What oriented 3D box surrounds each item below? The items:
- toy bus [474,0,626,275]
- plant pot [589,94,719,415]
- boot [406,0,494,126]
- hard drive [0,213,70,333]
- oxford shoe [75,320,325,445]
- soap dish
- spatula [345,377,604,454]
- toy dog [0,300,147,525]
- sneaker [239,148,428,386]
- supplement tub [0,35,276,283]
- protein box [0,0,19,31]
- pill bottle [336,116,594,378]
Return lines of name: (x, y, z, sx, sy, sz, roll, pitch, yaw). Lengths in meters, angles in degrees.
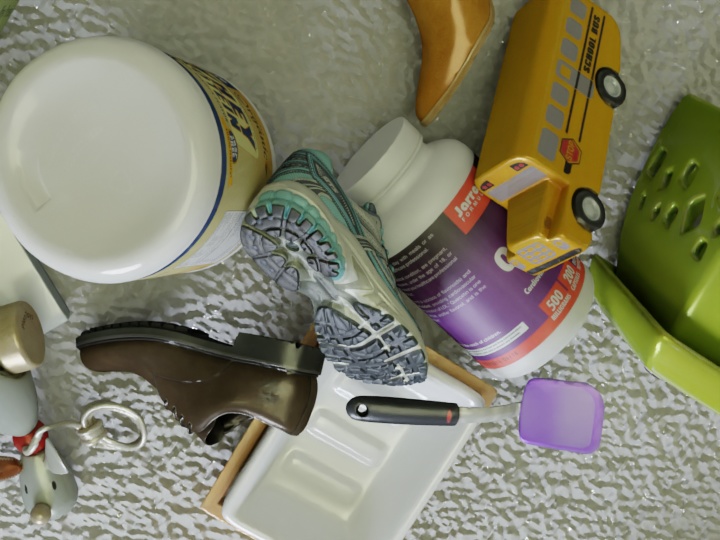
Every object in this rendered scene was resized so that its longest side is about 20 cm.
toy bus: (0.136, -0.102, 0.800, 0.078, 0.065, 0.202, 29, 60, -23)
plant pot: (0.299, 0.009, 0.848, 0.199, 0.199, 0.182, 30, 104, -15)
boot: (0.036, -0.224, 0.815, 0.143, 0.071, 0.203, 24, 95, -8)
hard drive: (-0.337, 0.028, 0.829, 0.199, 0.026, 0.133, -29, 106, -2)
oxford shoe: (-0.127, 0.082, 0.818, 0.198, 0.073, 0.085, 8, 85, 22)
soap dish: (-0.011, 0.134, 0.881, 0.156, 0.081, 0.201, 31, 97, -15)
spatula: (0.087, 0.106, 0.839, 0.198, 0.021, 0.057, 3, 104, -11)
toy dog: (-0.257, 0.115, 0.803, 0.131, 0.097, 0.200, -29, 118, 19)
sneaker: (0.000, 0.000, 0.770, 0.077, 0.087, 0.201, -7, 133, 31)
supplement tub: (-0.137, -0.069, 0.734, 0.143, 0.200, 0.146, 0, 93, 9)
protein box: (-0.316, -0.155, 0.699, 0.134, 0.199, 0.201, 32, 97, -15)
pill bottle: (0.076, -0.019, 0.842, 0.200, 0.113, 0.113, 42, 94, -16)
